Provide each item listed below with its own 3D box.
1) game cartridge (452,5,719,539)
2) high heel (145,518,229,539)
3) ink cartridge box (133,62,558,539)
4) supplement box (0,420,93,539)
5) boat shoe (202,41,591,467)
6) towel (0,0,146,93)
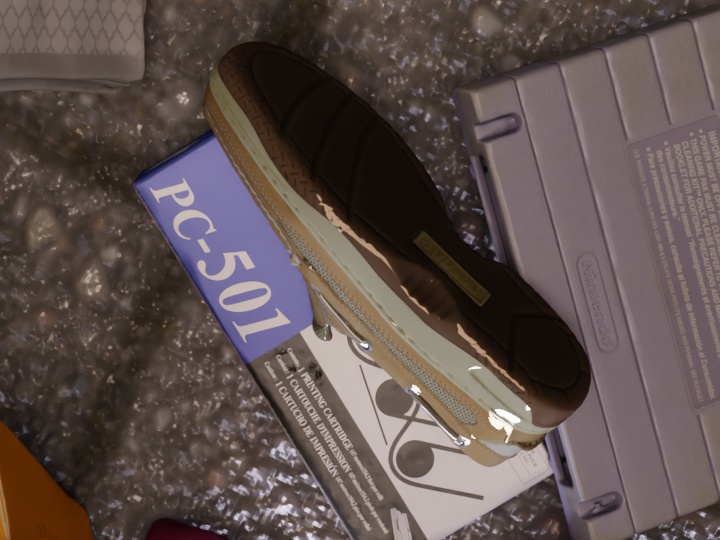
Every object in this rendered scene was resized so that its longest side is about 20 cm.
[{"bbox_3d":[0.123,0.002,0.963,0.129,0.038,0.202,-19,100,-20],"label":"game cartridge"},{"bbox_3d":[-0.014,0.178,1.021,0.067,0.096,0.200,-43,118,9],"label":"high heel"},{"bbox_3d":[-0.006,0.021,0.983,0.094,0.044,0.201,-31,98,5],"label":"ink cartridge box"},{"bbox_3d":[-0.221,0.139,0.964,0.199,0.126,0.074,-20,59,4],"label":"supplement box"},{"bbox_3d":[0.000,0.000,0.925,0.200,0.072,0.076,49,130,5],"label":"boat shoe"},{"bbox_3d":[-0.135,-0.163,0.882,0.032,0.200,0.193,15,101,29],"label":"towel"}]
